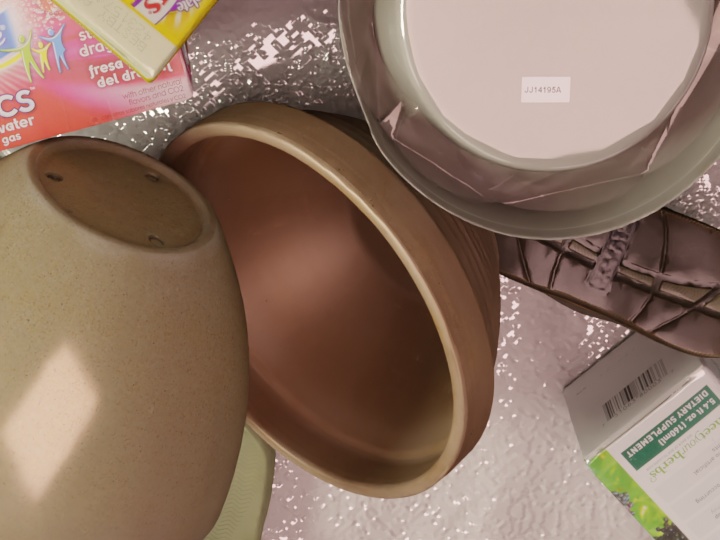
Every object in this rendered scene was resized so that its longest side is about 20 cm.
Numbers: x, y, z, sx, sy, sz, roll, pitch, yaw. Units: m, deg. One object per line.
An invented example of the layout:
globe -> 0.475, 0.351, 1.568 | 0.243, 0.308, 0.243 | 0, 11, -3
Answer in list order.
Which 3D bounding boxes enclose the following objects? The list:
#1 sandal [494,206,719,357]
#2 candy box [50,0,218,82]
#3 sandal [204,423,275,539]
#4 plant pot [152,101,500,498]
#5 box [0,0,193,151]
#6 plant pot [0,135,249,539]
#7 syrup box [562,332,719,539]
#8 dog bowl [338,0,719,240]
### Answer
sandal -> 0.110, -0.023, 1.321 | 0.199, 0.055, 0.082 | 26, 91, -2
candy box -> -0.066, -0.190, 1.153 | 0.102, 0.026, 0.200 | 39, 85, -6
sandal -> -0.084, 0.164, 1.384 | 0.079, 0.057, 0.203 | 1, 114, -7
plant pot -> 0.000, 0.000, 1.279 | 0.093, 0.200, 0.202 | -36, 122, -35
box -> -0.182, -0.111, 1.225 | 0.198, 0.100, 0.096 | -15, 116, 1
plant pot -> -0.131, 0.020, 1.225 | 0.199, 0.201, 0.135 | 18, 119, -14
syrup box -> 0.197, 0.121, 1.386 | 0.079, 0.082, 0.200 | -38, 112, 12
dog bowl -> 0.081, -0.118, 1.183 | 0.198, 0.059, 0.202 | -2, 104, -10
